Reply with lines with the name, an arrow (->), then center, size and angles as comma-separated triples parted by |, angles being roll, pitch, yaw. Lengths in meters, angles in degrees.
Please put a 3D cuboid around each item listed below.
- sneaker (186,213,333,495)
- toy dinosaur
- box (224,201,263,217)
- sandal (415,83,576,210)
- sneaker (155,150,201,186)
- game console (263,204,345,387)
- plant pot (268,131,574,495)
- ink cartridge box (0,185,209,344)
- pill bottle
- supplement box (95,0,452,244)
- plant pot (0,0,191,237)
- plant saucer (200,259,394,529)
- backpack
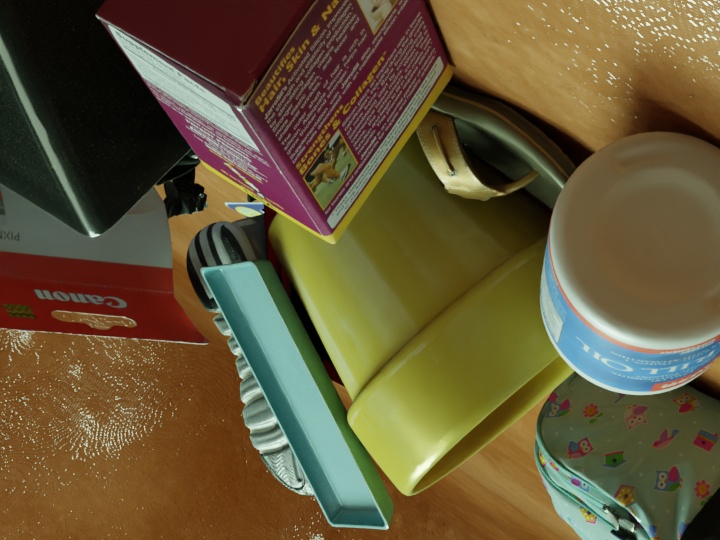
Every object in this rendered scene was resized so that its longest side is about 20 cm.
sneaker -> -0.038, 0.049, 1.395 | 0.075, 0.115, 0.201 | -18, 95, 37
toy dinosaur -> -0.108, -0.115, 1.493 | 0.102, 0.136, 0.200 | -10, -175, 26
box -> 0.002, -0.021, 1.573 | 0.200, 0.032, 0.121 | 30, 164, -35
sandal -> 0.053, -0.078, 1.190 | 0.200, 0.054, 0.080 | 33, 170, 19
sneaker -> -0.116, -0.114, 1.301 | 0.111, 0.200, 0.077 | 13, 119, 35
game console -> 0.000, 0.000, 1.402 | 0.031, 0.201, 0.177 | -30, 139, 33
plant pot -> 0.047, 0.010, 1.275 | 0.189, 0.201, 0.201 | 50, 173, 11
ink cartridge box -> -0.202, -0.026, 1.369 | 0.162, 0.050, 0.200 | 6, -153, -33
pill bottle -> 0.153, 0.006, 1.071 | 0.112, 0.112, 0.200 | 34, 171, 11
supplement box -> -0.040, -0.120, 1.078 | 0.103, 0.131, 0.200 | 32, 169, 21
plant pot -> -0.183, -0.175, 1.176 | 0.199, 0.200, 0.178 | 28, 157, 38
plant saucer -> -0.039, 0.080, 1.303 | 0.070, 0.019, 0.200 | -7, 114, 55
backpack -> 0.224, 0.153, 1.478 | 0.200, 0.167, 0.127 | 32, 151, 39
